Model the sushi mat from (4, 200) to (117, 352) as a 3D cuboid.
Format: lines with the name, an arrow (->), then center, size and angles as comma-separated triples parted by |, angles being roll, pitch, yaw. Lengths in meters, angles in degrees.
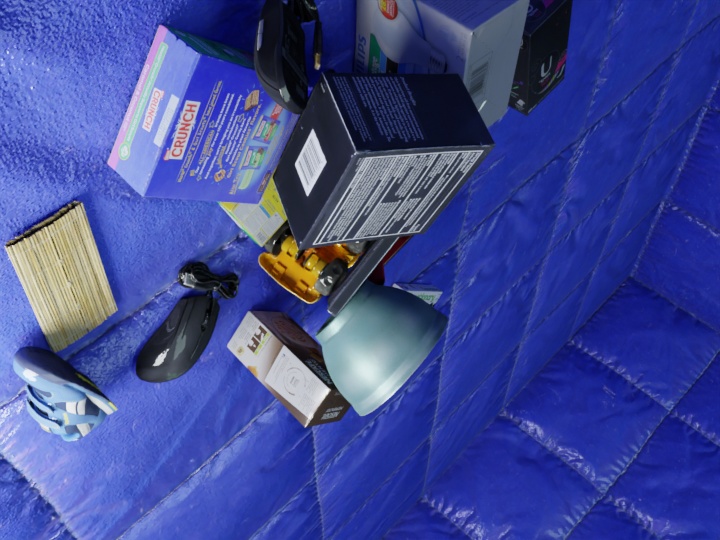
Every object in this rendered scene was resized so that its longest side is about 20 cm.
sushi mat -> -0.347, 0.013, 0.912 | 0.096, 0.012, 0.201 | -39, 151, -30

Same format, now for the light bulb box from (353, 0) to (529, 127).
light bulb box -> 0.101, -0.307, 1.046 | 0.125, 0.200, 0.199 | -37, 150, -28

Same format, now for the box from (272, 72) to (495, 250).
box -> 0.022, -0.135, 0.961 | 0.197, 0.124, 0.200 | -7, 153, -30

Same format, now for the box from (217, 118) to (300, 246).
box -> -0.106, -0.141, 1.086 | 0.200, 0.048, 0.117 | -47, 153, -7

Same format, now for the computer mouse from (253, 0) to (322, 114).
computer mouse -> -0.083, -0.254, 0.890 | 0.140, 0.046, 0.201 | 37, 45, -65

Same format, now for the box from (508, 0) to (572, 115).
box -> 0.291, -0.395, 1.363 | 0.122, 0.106, 0.200 | -46, 153, -15

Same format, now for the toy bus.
toy bus -> -0.044, -0.056, 1.225 | 0.200, 0.135, 0.192 | -54, 170, 6

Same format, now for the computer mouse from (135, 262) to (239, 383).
computer mouse -> -0.251, 0.089, 1.122 | 0.201, 0.053, 0.138 | -56, 155, 6

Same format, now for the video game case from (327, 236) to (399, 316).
video game case -> 0.000, 0.000, 1.147 | 0.143, 0.019, 0.200 | -52, -178, 0

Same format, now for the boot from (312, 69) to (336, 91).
boot -> 0.018, -0.201, 1.117 | 0.070, 0.131, 0.200 | -55, 154, 3

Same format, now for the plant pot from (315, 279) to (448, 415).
plant pot -> 0.017, 0.099, 1.176 | 0.200, 0.134, 0.200 | -47, -177, 3

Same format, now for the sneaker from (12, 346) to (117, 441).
sneaker -> -0.381, 0.162, 0.974 | 0.082, 0.074, 0.200 | -44, 152, -14

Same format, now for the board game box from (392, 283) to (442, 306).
board game box -> 0.101, 0.090, 1.731 | 0.200, 0.035, 0.127 | 3, 120, -60

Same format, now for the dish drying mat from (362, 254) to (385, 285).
dish drying mat -> 0.021, -0.034, 1.300 | 0.201, 0.018, 0.077 | -90, -162, -45

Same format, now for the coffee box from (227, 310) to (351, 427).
coffee box -> -0.108, 0.158, 1.273 | 0.080, 0.200, 0.114 | -56, 154, 14

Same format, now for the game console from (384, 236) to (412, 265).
game console -> 0.027, -0.007, 1.418 | 0.200, 0.031, 0.177 | -45, 177, -15

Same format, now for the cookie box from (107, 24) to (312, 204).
cookie box -> -0.171, -0.172, 0.904 | 0.200, 0.075, 0.172 | -3, 125, -59
